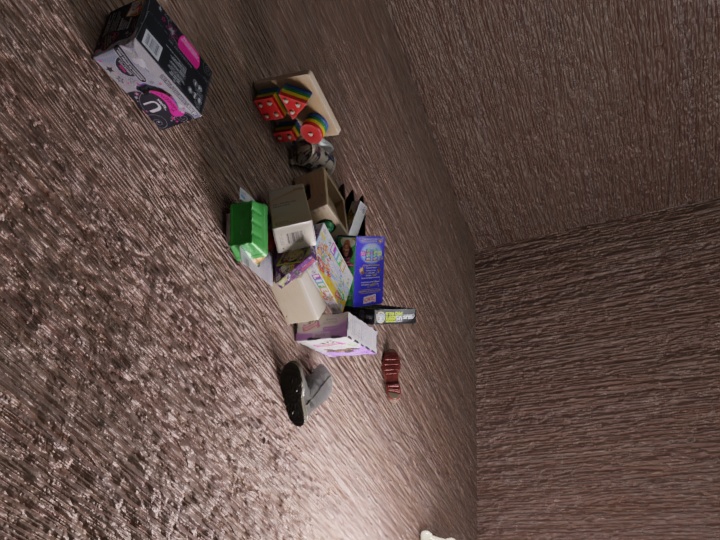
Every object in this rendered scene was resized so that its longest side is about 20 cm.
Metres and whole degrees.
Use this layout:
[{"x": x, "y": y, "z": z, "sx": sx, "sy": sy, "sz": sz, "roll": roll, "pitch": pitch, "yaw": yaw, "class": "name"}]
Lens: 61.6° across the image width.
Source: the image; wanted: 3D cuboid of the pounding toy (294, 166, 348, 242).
[{"x": -0.136, "y": -0.170, "z": 1.778, "sx": 0.185, "sy": 0.139, "sz": 0.204, "roll": 54, "pitch": 22, "yaw": -48, "class": "pounding toy"}]

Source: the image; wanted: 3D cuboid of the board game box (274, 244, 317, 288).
[{"x": -0.168, "y": -0.051, "z": 1.537, "sx": 0.032, "sy": 0.119, "sz": 0.202, "roll": 40, "pitch": 20, "yaw": -29, "class": "board game box"}]

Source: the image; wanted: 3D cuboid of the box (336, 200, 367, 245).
[{"x": -0.033, "y": -0.115, "z": 1.835, "sx": 0.041, "sy": 0.038, "sz": 0.205, "roll": 35, "pitch": 65, "yaw": -41, "class": "box"}]

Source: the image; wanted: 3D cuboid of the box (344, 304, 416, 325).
[{"x": 0.047, "y": 0.130, "z": 1.799, "sx": 0.157, "sy": 0.198, "sz": 0.046, "roll": 1, "pitch": 91, "yaw": -35, "class": "box"}]

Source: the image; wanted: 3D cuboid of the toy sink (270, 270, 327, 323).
[{"x": -0.148, "y": 0.029, "z": 1.643, "sx": 0.133, "sy": 0.109, "sz": 0.201, "roll": 68, "pitch": 29, "yaw": -25, "class": "toy sink"}]

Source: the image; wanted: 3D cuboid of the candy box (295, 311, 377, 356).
[{"x": -0.065, "y": 0.183, "z": 1.696, "sx": 0.200, "sy": 0.163, "sz": 0.074, "roll": 38, "pitch": 50, "yaw": -57, "class": "candy box"}]

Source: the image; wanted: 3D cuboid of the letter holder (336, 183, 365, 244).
[{"x": -0.032, "y": -0.159, "z": 1.953, "sx": 0.142, "sy": 0.098, "sz": 0.206, "roll": 132, "pitch": -40, "yaw": -60, "class": "letter holder"}]

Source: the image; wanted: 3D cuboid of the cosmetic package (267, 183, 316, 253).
[{"x": -0.175, "y": -0.135, "z": 1.524, "sx": 0.202, "sy": 0.100, "sz": 0.075, "roll": -110, "pitch": -171, "yaw": -53, "class": "cosmetic package"}]

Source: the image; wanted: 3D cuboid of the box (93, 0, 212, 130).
[{"x": -0.405, "y": -0.404, "z": 1.193, "sx": 0.200, "sy": 0.112, "sz": 0.136, "roll": 49, "pitch": 37, "yaw": -50, "class": "box"}]

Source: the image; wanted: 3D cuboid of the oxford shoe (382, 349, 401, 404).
[{"x": 0.112, "y": 0.391, "z": 2.219, "sx": 0.076, "sy": 0.068, "sz": 0.205, "roll": 94, "pitch": -2, "yaw": -57, "class": "oxford shoe"}]

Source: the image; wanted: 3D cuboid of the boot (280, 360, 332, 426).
[{"x": -0.134, "y": 0.294, "z": 1.602, "sx": 0.199, "sy": 0.071, "sz": 0.188, "roll": -33, "pitch": 124, "yaw": -61, "class": "boot"}]

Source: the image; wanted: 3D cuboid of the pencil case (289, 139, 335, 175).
[{"x": -0.144, "y": -0.344, "z": 1.873, "sx": 0.199, "sy": 0.088, "sz": 0.080, "roll": 10, "pitch": 60, "yaw": -69, "class": "pencil case"}]

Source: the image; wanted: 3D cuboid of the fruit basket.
[{"x": -0.258, "y": -0.077, "z": 1.477, "sx": 0.200, "sy": 0.091, "sz": 0.191, "roll": 65, "pitch": 21, "yaw": -70, "class": "fruit basket"}]

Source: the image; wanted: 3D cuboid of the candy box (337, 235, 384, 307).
[{"x": 0.000, "y": 0.000, "z": 1.795, "sx": 0.167, "sy": 0.075, "sz": 0.207, "roll": -2, "pitch": 95, "yaw": -57, "class": "candy box"}]

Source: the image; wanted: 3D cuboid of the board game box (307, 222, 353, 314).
[{"x": -0.086, "y": -0.005, "z": 1.615, "sx": 0.202, "sy": 0.033, "sz": 0.136, "roll": 61, "pitch": 31, "yaw": -35, "class": "board game box"}]

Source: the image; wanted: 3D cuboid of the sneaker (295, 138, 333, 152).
[{"x": -0.150, "y": -0.425, "z": 1.927, "sx": 0.199, "sy": 0.074, "sz": 0.091, "roll": 12, "pitch": 56, "yaw": -66, "class": "sneaker"}]

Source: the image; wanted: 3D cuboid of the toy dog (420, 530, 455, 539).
[{"x": 0.253, "y": 1.075, "z": 2.161, "sx": 0.201, "sy": 0.136, "sz": 0.198, "roll": -65, "pitch": 174, "yaw": -59, "class": "toy dog"}]

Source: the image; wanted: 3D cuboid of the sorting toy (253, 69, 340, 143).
[{"x": -0.184, "y": -0.437, "z": 1.680, "sx": 0.202, "sy": 0.194, "sz": 0.071, "roll": 58, "pitch": 45, "yaw": -41, "class": "sorting toy"}]
